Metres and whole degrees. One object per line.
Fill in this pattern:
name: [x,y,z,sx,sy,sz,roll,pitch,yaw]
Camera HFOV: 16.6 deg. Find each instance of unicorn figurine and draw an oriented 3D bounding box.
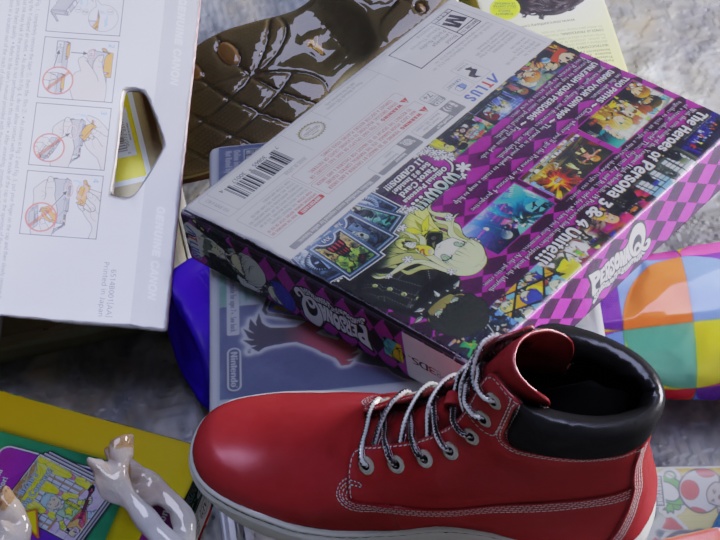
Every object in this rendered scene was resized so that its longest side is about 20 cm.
unicorn figurine: [-0.094,0.143,1.081,0.199,0.074,0.138,-28,76,-9]

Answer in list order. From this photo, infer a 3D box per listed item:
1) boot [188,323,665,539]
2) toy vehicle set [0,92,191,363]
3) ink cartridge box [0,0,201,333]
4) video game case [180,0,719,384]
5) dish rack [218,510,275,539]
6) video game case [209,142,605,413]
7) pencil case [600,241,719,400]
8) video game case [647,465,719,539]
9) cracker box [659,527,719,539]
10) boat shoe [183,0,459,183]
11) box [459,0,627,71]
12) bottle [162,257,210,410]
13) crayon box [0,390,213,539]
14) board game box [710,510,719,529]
boot: [0.023,0.059,1.002,0.198,0.145,0.073,5,60,8]
toy vehicle set: [-0.159,-0.060,1.283,0.123,0.027,0.202,-11,73,-8]
ink cartridge box: [-0.174,-0.061,1.236,0.175,0.045,0.202,6,67,-3]
video game case: [0.048,-0.038,1.151,0.181,0.036,0.200,26,52,33]
dish rack: [0.021,0.126,1.130,0.170,0.044,0.202,-10,73,0]
video game case: [0.019,0.005,1.157,0.181,0.023,0.201,-6,44,2]
pencil case: [0.154,0.029,1.221,0.198,0.089,0.089,-4,53,-3]
video game case: [0.201,0.179,1.144,0.180,0.023,0.201,-1,53,-1]
cracker box: [0.110,0.223,1.048,0.133,0.058,0.202,-12,78,-8]
boat shoe: [-0.031,-0.102,1.331,0.199,0.068,0.072,-32,68,-1]
box: [0.102,-0.117,1.350,0.075,0.050,0.201,-10,54,-7]
bottle: [0.000,0.000,1.241,0.199,0.084,0.065,-24,52,-16]
crayon box: [-0.182,0.155,1.144,0.171,0.058,0.201,14,55,12]
board game box: [0.289,0.139,1.126,0.199,0.056,0.196,-32,65,-29]
